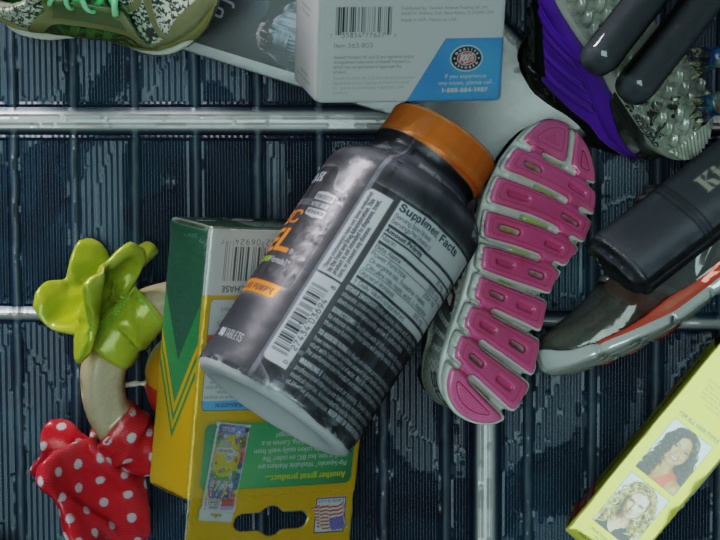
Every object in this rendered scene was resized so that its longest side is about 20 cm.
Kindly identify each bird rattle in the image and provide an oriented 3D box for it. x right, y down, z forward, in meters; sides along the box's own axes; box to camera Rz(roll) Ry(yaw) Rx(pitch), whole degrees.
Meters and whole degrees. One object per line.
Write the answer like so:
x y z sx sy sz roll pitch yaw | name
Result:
-0.129 0.078 1.374 0.163 0.113 0.200 -4 98 -10 | bird rattle

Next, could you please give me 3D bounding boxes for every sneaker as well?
0.125 -0.144 1.299 0.070 0.099 0.200 -47 119 -30 | sneaker
0.082 0.000 1.347 0.074 0.087 0.200 23 77 -21 | sneaker
0.185 -0.008 1.339 0.200 0.077 0.082 -32 81 0 | sneaker
-0.172 -0.171 1.318 0.200 0.089 0.077 2 92 37 | sneaker

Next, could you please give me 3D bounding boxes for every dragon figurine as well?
0.256 -0.112 1.252 0.099 0.200 0.059 13 116 33 | dragon figurine

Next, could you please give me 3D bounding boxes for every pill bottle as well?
0.000 0.000 1.278 0.106 0.106 0.200 32 78 4 | pill bottle

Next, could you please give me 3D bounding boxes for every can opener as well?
0.204 -0.184 1.226 0.053 0.067 0.200 39 80 -5 | can opener

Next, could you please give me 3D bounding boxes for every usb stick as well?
0.223 -0.057 1.290 0.200 0.055 0.033 -37 134 -13 | usb stick

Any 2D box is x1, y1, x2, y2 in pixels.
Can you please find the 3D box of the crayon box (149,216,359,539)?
-0.061 0.069 1.345 0.126 0.052 0.200 1 98 -35 | crayon box

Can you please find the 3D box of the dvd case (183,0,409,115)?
-0.047 -0.195 1.349 0.200 0.025 0.150 17 103 6 | dvd case

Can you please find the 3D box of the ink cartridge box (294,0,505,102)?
0.025 -0.203 1.274 0.115 0.068 0.200 -2 109 -13 | ink cartridge box

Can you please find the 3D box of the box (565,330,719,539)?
0.208 0.093 1.340 0.050 0.075 0.200 38 101 4 | box
